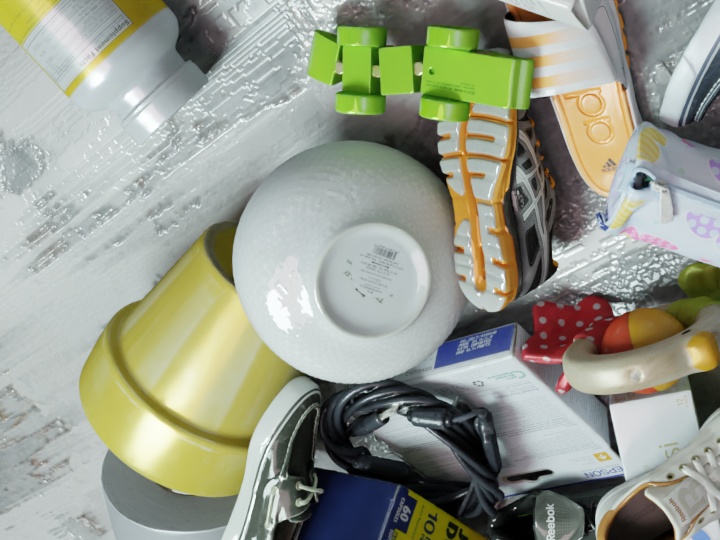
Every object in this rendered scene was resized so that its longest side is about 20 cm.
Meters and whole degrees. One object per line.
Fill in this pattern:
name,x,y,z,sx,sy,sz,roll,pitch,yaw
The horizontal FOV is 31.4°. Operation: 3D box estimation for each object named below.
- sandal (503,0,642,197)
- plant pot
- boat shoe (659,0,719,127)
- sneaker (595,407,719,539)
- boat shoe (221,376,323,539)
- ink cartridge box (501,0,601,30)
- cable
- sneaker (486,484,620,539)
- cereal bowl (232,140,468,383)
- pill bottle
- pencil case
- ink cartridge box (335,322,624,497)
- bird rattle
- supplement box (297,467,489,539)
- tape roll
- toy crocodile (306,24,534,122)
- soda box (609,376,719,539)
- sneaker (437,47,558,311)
sandal,0.159,-0.133,0.926,0.079,0.059,0.207,-11,117,33
plant pot,-0.125,0.067,1.149,0.200,0.201,0.189,34,116,2
boat shoe,0.274,-0.160,0.835,0.091,0.071,0.201,32,130,9
sneaker,0.266,0.163,0.973,0.200,0.085,0.073,-40,87,16
boat shoe,-0.063,0.189,1.108,0.063,0.071,0.201,28,111,27
ink cartridge box,0.079,-0.256,0.813,0.199,0.084,0.147,24,96,16
cable,0.047,0.169,1.137,0.162,0.051,0.200,3,144,15
sneaker,0.198,0.227,1.143,0.199,0.067,0.090,-16,158,37
cereal bowl,0.000,0.000,1.020,0.199,0.083,0.201,-3,104,-11
pill bottle,-0.220,-0.203,1.043,0.200,0.112,0.112,47,131,-11
pencil case,0.271,-0.039,0.900,0.199,0.084,0.091,18,172,2
ink cartridge box,0.113,0.133,1.145,0.196,0.043,0.200,-18,134,36
bird rattle,0.213,0.048,0.974,0.199,0.163,0.113,-7,100,22
supplement box,0.034,0.275,1.194,0.109,0.109,0.200,4,156,41
tape roll,-0.148,0.205,1.243,0.199,0.200,0.066,10,128,22
toy crocodile,0.040,-0.149,0.954,0.199,0.062,0.068,9,105,33
soda box,0.259,0.188,1.058,0.068,0.064,0.201,-12,100,13
sneaker,0.113,-0.072,0.991,0.078,0.077,0.201,20,118,52
